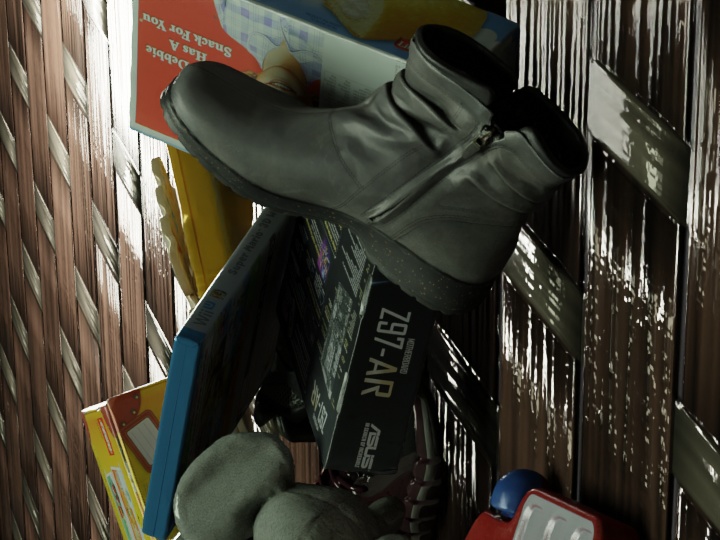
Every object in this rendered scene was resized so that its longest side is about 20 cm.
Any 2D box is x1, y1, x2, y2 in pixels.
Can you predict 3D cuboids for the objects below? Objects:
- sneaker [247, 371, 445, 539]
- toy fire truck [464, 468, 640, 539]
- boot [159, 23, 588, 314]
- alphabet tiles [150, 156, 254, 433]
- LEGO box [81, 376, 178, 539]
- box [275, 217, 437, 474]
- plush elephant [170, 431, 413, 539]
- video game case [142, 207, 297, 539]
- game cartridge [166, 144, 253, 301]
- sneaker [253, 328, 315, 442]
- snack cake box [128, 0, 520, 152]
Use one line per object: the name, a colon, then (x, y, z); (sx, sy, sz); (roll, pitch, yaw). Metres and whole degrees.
sneaker: (-0.015, 0.139, 1.680); (0.076, 0.115, 0.200); (-117, 24, -53)
toy fire truck: (0.078, 0.190, 1.417); (0.200, 0.112, 0.168); (-160, 90, -75)
boot: (0.008, -0.077, 1.373); (0.132, 0.200, 0.070); (-59, 2, 43)
alphabet tiles: (-0.099, 0.028, 1.843); (0.200, 0.015, 0.196); (-105, -4, -59)
LEGO box: (-0.115, 0.172, 1.877); (0.149, 0.077, 0.200); (159, 92, -77)
box: (0.000, 0.000, 1.597); (0.200, 0.043, 0.160); (-112, 32, -63)
plush elephant: (-0.034, 0.177, 1.571); (0.165, 0.200, 0.155); (45, 107, 17)
video game case: (-0.080, 0.050, 1.653); (0.200, 0.018, 0.143); (-60, -15, -56)
game cartridge: (-0.098, -0.090, 1.746); (0.176, 0.032, 0.200); (-88, -8, -61)
sneaker: (-0.052, 0.045, 1.859); (0.199, 0.076, 0.114); (-134, 45, -58)
snack cake box: (-0.022, -0.101, 1.463); (0.200, 0.067, 0.115); (23, 133, 20)
